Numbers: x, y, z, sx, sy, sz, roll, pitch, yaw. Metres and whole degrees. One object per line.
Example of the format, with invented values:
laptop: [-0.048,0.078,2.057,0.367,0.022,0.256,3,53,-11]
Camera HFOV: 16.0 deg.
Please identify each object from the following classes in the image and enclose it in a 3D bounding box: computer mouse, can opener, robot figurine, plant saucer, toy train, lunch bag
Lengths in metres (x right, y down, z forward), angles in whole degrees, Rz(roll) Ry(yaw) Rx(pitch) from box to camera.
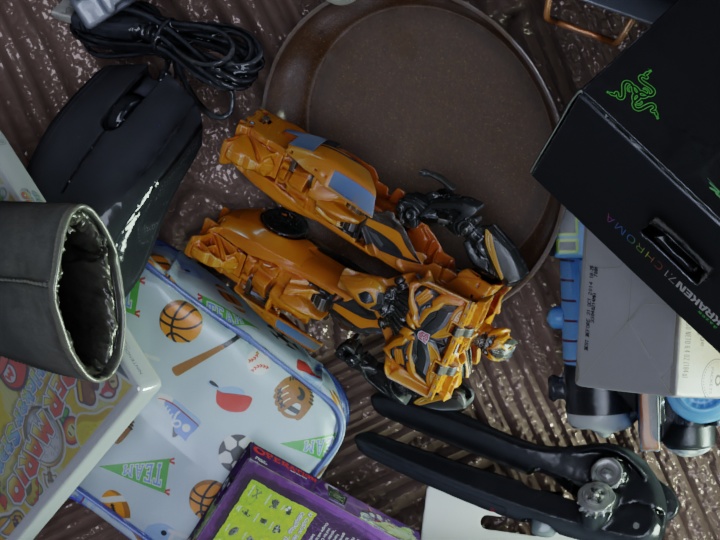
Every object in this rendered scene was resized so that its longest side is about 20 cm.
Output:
computer mouse: [-0.151,-0.066,1.472,0.138,0.053,0.201,19,83,26]
can opener: [0.091,0.122,1.522,0.199,0.079,0.064,14,67,11]
robot figurine: [0.000,0.000,1.477,0.199,0.058,0.146,32,123,16]
plant saucer: [0.035,-0.071,1.485,0.199,0.034,0.202,10,112,26]
toy train: [0.165,0.010,1.502,0.113,0.087,0.202,-1,96,7]
lunch bag: [-0.118,0.084,1.529,0.200,0.076,0.161,37,101,-4]

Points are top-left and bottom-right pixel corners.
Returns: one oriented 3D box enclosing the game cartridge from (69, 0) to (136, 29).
game cartridge: [-0.109,-0.247,1.476,0.199,0.040,0.134,-33,100,-9]

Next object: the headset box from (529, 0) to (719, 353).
headset box: [0.209,-0.061,1.285,0.174,0.093,0.200,44,63,9]

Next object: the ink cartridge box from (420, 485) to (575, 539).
ink cartridge box: [0.084,0.230,1.508,0.114,0.068,0.202,8,83,-5]

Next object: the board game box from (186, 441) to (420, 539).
board game box: [-0.065,0.210,1.512,0.120,0.032,0.201,31,107,-9]

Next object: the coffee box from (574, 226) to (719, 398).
coffee box: [0.217,0.014,1.410,0.199,0.079,0.115,4,90,-40]

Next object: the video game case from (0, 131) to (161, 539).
video game case: [-0.212,0.049,1.471,0.183,0.023,0.200,55,131,16]

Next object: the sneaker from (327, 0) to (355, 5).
sneaker: [0.012,-0.248,1.451,0.084,0.075,0.200,34,68,11]

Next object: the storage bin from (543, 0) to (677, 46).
storage bin: [0.148,-0.204,1.443,0.199,0.134,0.146,19,99,0]

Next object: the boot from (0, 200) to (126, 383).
boot: [-0.222,-0.029,1.393,0.072,0.199,0.183,-31,114,-35]
